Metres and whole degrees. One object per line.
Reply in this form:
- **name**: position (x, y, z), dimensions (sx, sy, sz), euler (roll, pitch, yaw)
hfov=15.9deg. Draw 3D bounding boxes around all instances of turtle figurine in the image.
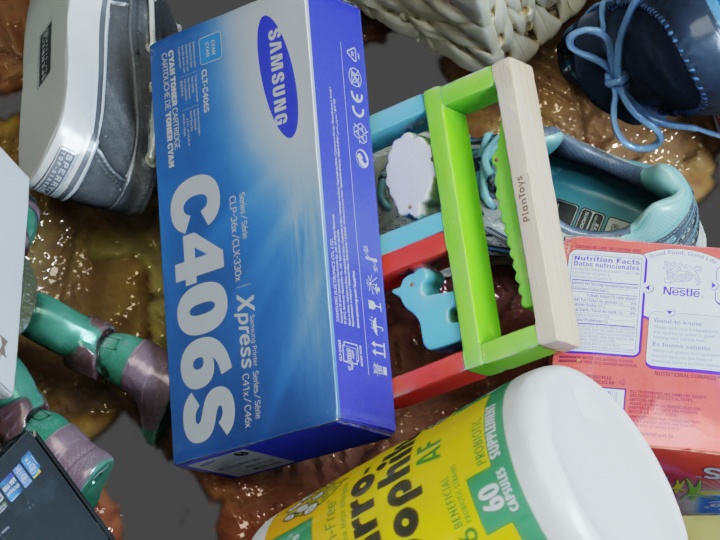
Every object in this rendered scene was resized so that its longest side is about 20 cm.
- **turtle figurine**: position (-0.180, 0.022, 1.157), dimensions (0.200, 0.101, 0.150), euler (36, 73, 11)

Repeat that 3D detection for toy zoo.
- **toy zoo**: position (0.000, 0.000, 1.141), dimensions (0.200, 0.020, 0.131), euler (-22, 66, 32)

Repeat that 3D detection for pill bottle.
- **pill bottle**: position (0.023, 0.130, 1.042), dimensions (0.200, 0.113, 0.113), euler (-31, 60, 24)

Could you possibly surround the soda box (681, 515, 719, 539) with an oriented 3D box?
- **soda box**: position (0.193, 0.143, 1.087), dimensions (0.200, 0.068, 0.064), euler (0, 62, 3)

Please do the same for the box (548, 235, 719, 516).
- **box**: position (0.180, 0.056, 1.119), dimensions (0.200, 0.095, 0.103), euler (4, 62, 5)

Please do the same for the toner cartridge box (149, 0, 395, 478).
- **toner cartridge box**: position (-0.041, -0.017, 1.135), dimensions (0.095, 0.043, 0.200), euler (-18, 68, 34)

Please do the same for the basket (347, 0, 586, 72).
- **basket**: position (0.025, -0.198, 1.224), dimensions (0.200, 0.136, 0.123), euler (30, 70, 28)

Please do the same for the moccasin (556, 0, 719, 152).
- **moccasin**: position (0.131, -0.090, 1.161), dimensions (0.068, 0.200, 0.081), euler (-24, 92, -1)

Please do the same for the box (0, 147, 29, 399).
- **box**: position (-0.258, -0.012, 1.055), dimensions (0.200, 0.152, 0.107), euler (-7, 63, 15)

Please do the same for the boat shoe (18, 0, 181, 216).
- **boat shoe**: position (-0.119, -0.110, 1.240), dimensions (0.068, 0.072, 0.200), euler (21, 44, -24)

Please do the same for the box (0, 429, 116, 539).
- **box**: position (-0.137, 0.173, 0.997), dimensions (0.043, 0.200, 0.160), euler (-31, 98, 27)

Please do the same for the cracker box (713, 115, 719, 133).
- **cracker box**: position (0.185, -0.155, 1.170), dimensions (0.058, 0.200, 0.134), euler (-11, 62, -5)

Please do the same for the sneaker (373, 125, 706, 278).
- **sneaker**: position (0.062, -0.040, 1.180), dimensions (0.200, 0.086, 0.078), euler (9, 63, 8)
